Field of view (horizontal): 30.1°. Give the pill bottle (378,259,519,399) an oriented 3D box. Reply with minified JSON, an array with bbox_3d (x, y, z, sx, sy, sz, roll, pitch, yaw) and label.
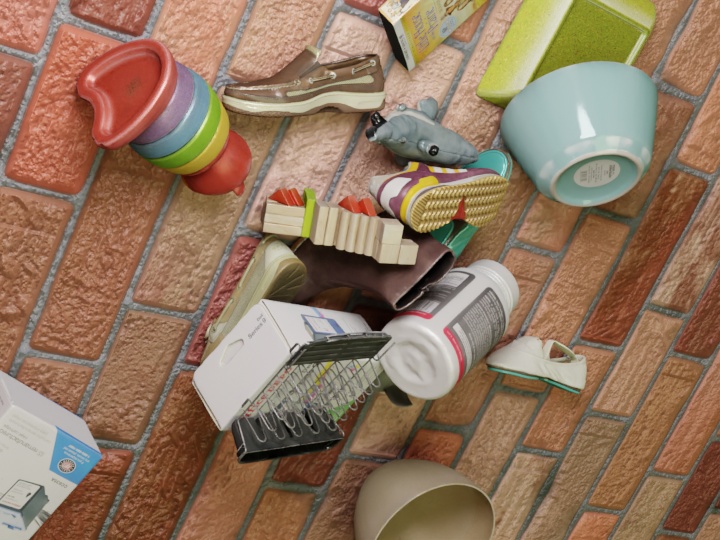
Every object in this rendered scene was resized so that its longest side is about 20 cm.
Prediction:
[{"bbox_3d":[0.116,0.065,1.662,0.200,0.110,0.111,-39,138,-45],"label":"pill bottle"}]

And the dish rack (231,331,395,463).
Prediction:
[{"bbox_3d":[-0.049,0.140,1.528,0.153,0.055,0.200,-4,145,-43],"label":"dish rack"}]

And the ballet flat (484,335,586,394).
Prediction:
[{"bbox_3d":[0.250,0.126,1.892,0.199,0.069,0.070,17,108,-41],"label":"ballet flat"}]

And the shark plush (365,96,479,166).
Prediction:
[{"bbox_3d":[0.068,-0.161,1.556,0.091,0.083,0.200,-57,154,5],"label":"shark plush"}]

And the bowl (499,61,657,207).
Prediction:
[{"bbox_3d":[0.278,-0.152,1.650,0.199,0.106,0.201,-6,149,-4],"label":"bowl"}]

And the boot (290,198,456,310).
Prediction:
[{"bbox_3d":[0.000,0.000,1.593,0.200,0.166,0.072,-39,130,-2],"label":"boot"}]

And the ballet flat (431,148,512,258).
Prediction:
[{"bbox_3d":[0.126,-0.068,1.704,0.200,0.067,0.070,-52,154,7],"label":"ballet flat"}]

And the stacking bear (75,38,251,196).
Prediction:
[{"bbox_3d":[-0.191,-0.148,1.435,0.113,0.122,0.200,-34,142,11],"label":"stacking bear"}]

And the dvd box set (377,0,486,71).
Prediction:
[{"bbox_3d":[0.110,-0.323,1.505,0.200,0.029,0.146,-42,164,-2],"label":"dvd box set"}]

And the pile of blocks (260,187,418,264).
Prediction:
[{"bbox_3d":[-0.023,-0.064,1.550,0.082,0.199,0.063,-43,146,-67],"label":"pile of blocks"}]

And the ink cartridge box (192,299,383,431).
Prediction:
[{"bbox_3d":[-0.082,0.121,1.621,0.145,0.088,0.199,-48,147,21],"label":"ink cartridge box"}]

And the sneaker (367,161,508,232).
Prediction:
[{"bbox_3d":[0.095,-0.098,1.588,0.199,0.090,0.075,-7,124,-52],"label":"sneaker"}]

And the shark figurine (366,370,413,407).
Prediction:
[{"bbox_3d":[0.074,0.094,1.727,0.214,0.128,0.090,-27,118,-15],"label":"shark figurine"}]

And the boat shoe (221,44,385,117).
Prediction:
[{"bbox_3d":[-0.063,-0.215,1.498,0.201,0.075,0.075,-8,109,-34],"label":"boat shoe"}]

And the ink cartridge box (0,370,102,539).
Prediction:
[{"bbox_3d":[-0.421,0.236,1.542,0.200,0.086,0.146,-49,130,2],"label":"ink cartridge box"}]

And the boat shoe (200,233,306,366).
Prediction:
[{"bbox_3d":[-0.139,0.050,1.617,0.073,0.063,0.201,0,130,-49],"label":"boat shoe"}]

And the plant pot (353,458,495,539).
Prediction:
[{"bbox_3d":[0.068,0.339,1.859,0.199,0.134,0.202,-15,125,-23],"label":"plant pot"}]

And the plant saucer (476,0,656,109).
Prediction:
[{"bbox_3d":[0.270,-0.268,1.669,0.199,0.048,0.201,17,108,-37],"label":"plant saucer"}]
